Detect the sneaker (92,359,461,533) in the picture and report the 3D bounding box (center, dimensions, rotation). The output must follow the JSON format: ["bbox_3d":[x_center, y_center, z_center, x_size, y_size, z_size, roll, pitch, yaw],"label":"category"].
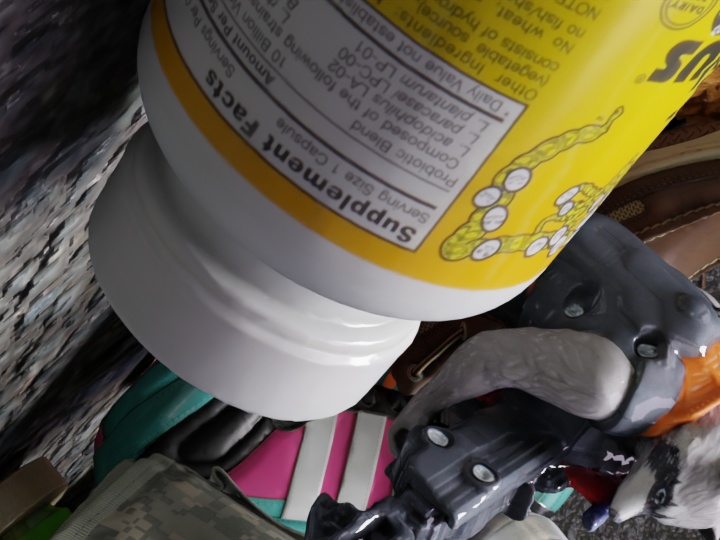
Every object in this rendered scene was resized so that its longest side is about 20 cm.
[{"bbox_3d":[-0.009,0.047,0.668,0.199,0.121,0.084,-21,169,-19],"label":"sneaker"}]

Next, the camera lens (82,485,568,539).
[{"bbox_3d":[-0.012,0.159,0.795,0.160,0.199,0.161,-31,129,-50],"label":"camera lens"}]

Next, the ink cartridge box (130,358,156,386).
[{"bbox_3d":[0.000,0.000,0.796,0.163,0.057,0.200,-48,175,12],"label":"ink cartridge box"}]

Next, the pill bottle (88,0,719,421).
[{"bbox_3d":[0.019,-0.061,0.415,0.200,0.113,0.113,-52,169,32],"label":"pill bottle"}]

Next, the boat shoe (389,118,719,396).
[{"bbox_3d":[0.093,0.006,0.714,0.202,0.075,0.075,-22,155,37],"label":"boat shoe"}]

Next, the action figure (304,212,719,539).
[{"bbox_3d":[0.043,0.014,0.584,0.200,0.193,0.105,-36,165,-48],"label":"action figure"}]

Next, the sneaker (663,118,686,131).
[{"bbox_3d":[0.174,-0.108,0.972,0.200,0.075,0.081,-44,-166,-24],"label":"sneaker"}]

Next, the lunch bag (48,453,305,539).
[{"bbox_3d":[-0.048,0.163,0.533,0.200,0.164,0.118,-54,166,-24],"label":"lunch bag"}]

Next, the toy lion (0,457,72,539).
[{"bbox_3d":[-0.190,0.169,0.642,0.192,0.069,0.200,-44,174,32],"label":"toy lion"}]

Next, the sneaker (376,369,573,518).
[{"bbox_3d":[0.033,0.070,0.904,0.080,0.071,0.200,-58,-148,-1],"label":"sneaker"}]

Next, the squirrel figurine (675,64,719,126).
[{"bbox_3d":[0.145,-0.128,0.641,0.200,0.141,0.187,-51,164,15],"label":"squirrel figurine"}]
